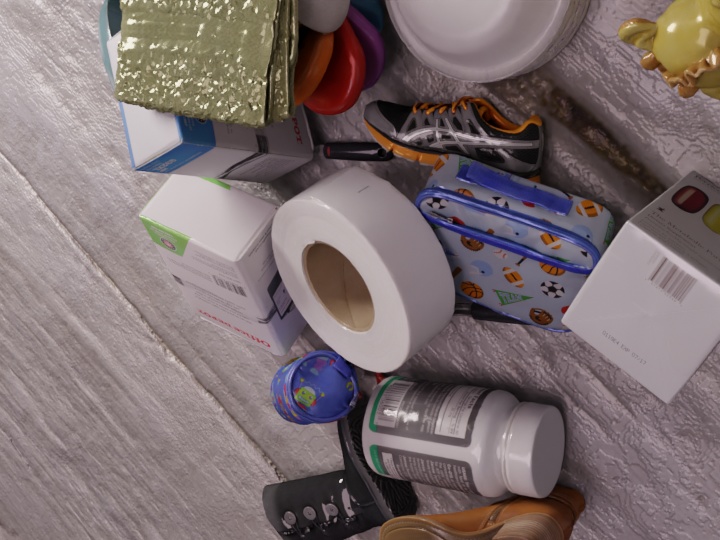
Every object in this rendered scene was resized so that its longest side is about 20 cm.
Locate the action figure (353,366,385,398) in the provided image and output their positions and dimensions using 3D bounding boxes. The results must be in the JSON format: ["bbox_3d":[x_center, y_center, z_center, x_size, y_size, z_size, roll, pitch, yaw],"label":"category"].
[{"bbox_3d":[-0.006,0.043,1.160,0.052,0.065,0.203,-160,56,-73],"label":"action figure"}]

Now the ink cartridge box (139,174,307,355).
[{"bbox_3d":[-0.145,-0.007,1.163,0.144,0.084,0.201,23,153,25],"label":"ink cartridge box"}]

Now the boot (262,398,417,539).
[{"bbox_3d":[-0.044,0.257,1.259,0.199,0.065,0.167,-23,91,40],"label":"boot"}]

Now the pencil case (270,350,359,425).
[{"bbox_3d":[-0.054,0.133,1.156,0.078,0.087,0.200,52,166,-1],"label":"pencil case"}]

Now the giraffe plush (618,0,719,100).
[{"bbox_3d":[0.312,-0.211,0.829,0.173,0.199,0.162,53,154,3],"label":"giraffe plush"}]

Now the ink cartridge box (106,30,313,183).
[{"bbox_3d":[-0.156,-0.179,1.083,0.083,0.199,0.147,-23,76,35],"label":"ink cartridge box"}]

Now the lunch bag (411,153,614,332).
[{"bbox_3d":[0.141,-0.029,0.991,0.198,0.076,0.161,20,147,15],"label":"lunch bag"}]

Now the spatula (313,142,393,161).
[{"bbox_3d":[-0.050,-0.137,1.156,0.198,0.020,0.057,7,106,31],"label":"spatula"}]

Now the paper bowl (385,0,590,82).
[{"bbox_3d":[0.111,-0.279,0.955,0.199,0.104,0.203,10,109,31],"label":"paper bowl"}]

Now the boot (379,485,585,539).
[{"bbox_3d":[0.133,0.270,1.086,0.198,0.155,0.078,-15,92,32],"label":"boot"}]

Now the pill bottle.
[{"bbox_3d":[0.110,0.181,1.097,0.198,0.113,0.115,5,108,32],"label":"pill bottle"}]

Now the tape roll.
[{"bbox_3d":[0.000,0.000,1.030,0.202,0.071,0.204,36,144,30],"label":"tape roll"}]

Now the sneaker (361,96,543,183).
[{"bbox_3d":[0.096,-0.142,1.030,0.198,0.078,0.078,20,116,15],"label":"sneaker"}]

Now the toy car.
[{"bbox_3d":[-0.042,-0.235,1.022,0.150,0.201,0.175,44,132,-11],"label":"toy car"}]

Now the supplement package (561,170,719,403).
[{"bbox_3d":[0.277,0.006,0.878,0.113,0.199,0.110,38,123,16],"label":"supplement package"}]

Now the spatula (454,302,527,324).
[{"bbox_3d":[0.104,0.042,1.090,0.197,0.021,0.057,2,98,20],"label":"spatula"}]

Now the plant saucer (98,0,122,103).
[{"bbox_3d":[-0.243,-0.218,1.150,0.027,0.200,0.202,-19,95,11],"label":"plant saucer"}]

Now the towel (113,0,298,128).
[{"bbox_3d":[-0.143,-0.212,0.936,0.198,0.036,0.151,10,99,25],"label":"towel"}]
